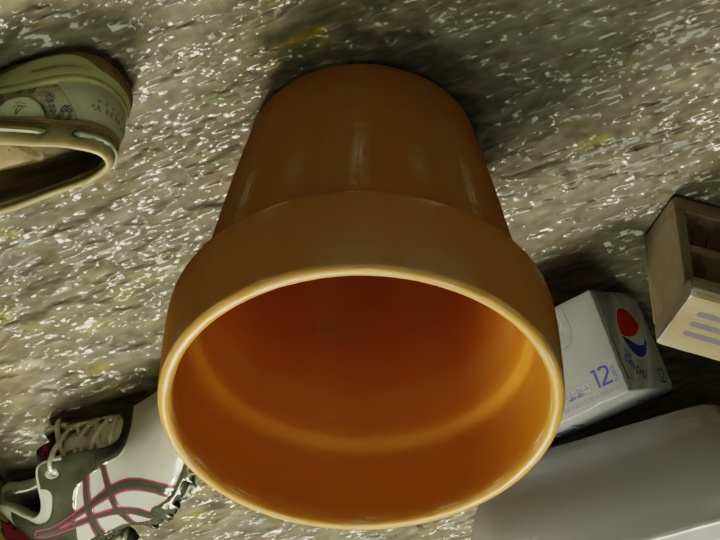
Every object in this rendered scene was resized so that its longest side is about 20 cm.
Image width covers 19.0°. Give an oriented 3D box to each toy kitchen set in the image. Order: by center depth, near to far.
[{"bbox_3d":[0.278,0.001,1.118,0.179,0.164,0.201,15,134,-15],"label":"toy kitchen set"}]

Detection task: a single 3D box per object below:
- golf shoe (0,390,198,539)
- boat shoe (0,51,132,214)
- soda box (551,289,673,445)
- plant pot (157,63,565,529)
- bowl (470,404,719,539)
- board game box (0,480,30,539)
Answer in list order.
[{"bbox_3d":[-0.152,0.120,1.315,0.088,0.078,0.200,27,131,-16],"label":"golf shoe"},{"bbox_3d":[-0.215,-0.057,1.134,0.199,0.063,0.073,-19,134,20],"label":"boat shoe"},{"bbox_3d":[0.077,0.080,1.259,0.199,0.064,0.068,-28,165,27],"label":"soda box"},{"bbox_3d":[0.000,0.000,1.105,0.198,0.184,0.201,0,137,0],"label":"plant pot"},{"bbox_3d":[0.165,0.135,1.280,0.198,0.075,0.200,-18,169,16],"label":"bowl"},{"bbox_3d":[-0.267,0.154,1.330,0.047,0.102,0.200,-18,133,18],"label":"board game box"}]
